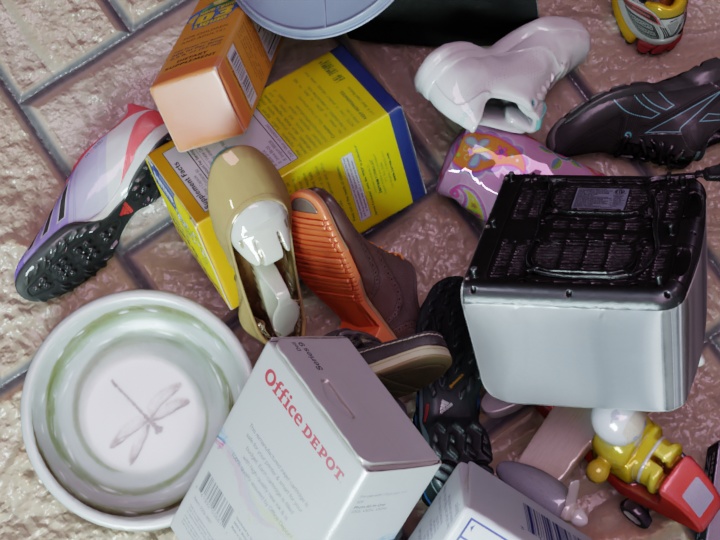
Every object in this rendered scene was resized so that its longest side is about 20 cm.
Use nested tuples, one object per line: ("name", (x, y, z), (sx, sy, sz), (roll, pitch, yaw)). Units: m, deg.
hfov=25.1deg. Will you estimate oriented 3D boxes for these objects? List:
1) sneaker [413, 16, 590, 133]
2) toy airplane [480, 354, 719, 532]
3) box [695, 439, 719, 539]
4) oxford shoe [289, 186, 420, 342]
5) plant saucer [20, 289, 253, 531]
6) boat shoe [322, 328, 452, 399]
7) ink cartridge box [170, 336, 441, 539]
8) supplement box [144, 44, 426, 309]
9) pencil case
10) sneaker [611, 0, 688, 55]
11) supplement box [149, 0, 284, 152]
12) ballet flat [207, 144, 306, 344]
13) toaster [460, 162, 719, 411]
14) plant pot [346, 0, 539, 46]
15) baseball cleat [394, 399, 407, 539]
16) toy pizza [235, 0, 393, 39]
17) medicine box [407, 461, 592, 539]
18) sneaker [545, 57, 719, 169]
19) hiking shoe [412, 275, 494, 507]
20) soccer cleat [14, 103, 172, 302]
("sneaker", (0.140, -0.159, 1.403), (0.199, 0.076, 0.089), (-21, 61, -37))
("toy airplane", (0.195, 0.119, 1.333), (0.196, 0.141, 0.203), (-3, 76, -4))
("box", (0.377, 0.260, 1.356), (0.196, 0.050, 0.202), (12, 74, -1))
("oxford shoe", (0.000, 0.000, 1.352), (0.071, 0.201, 0.073), (14, 51, 43))
("plant saucer", (-0.184, 0.119, 1.358), (0.197, 0.050, 0.203), (1, 75, -4))
("boat shoe", (-0.013, 0.079, 1.325), (0.071, 0.200, 0.067), (16, 59, -45))
("ink cartridge box", (-0.046, 0.171, 1.242), (0.087, 0.201, 0.146), (-1, 39, -42))
("supplement box", (-0.062, -0.080, 1.369), (0.199, 0.110, 0.109), (-30, 47, -10))
("pencil case", (0.166, -0.062, 1.412), (0.198, 0.088, 0.088), (26, 75, 3))
("sneaker", (0.252, -0.303, 1.478), (0.077, 0.082, 0.202), (-22, 77, -9))
("supplement box", (-0.116, -0.181, 1.369), (0.066, 0.201, 0.069), (-15, 118, 18))
("ballet flat", (-0.073, -0.012, 1.290), (0.068, 0.201, 0.063), (-26, 46, -14))
("toaster", (0.192, 0.008, 1.287), (0.198, 0.120, 0.182), (1, 36, 18))
("plant pot", (0.051, -0.306, 1.422), (0.175, 0.200, 0.202), (-12, 76, 7))
("baseball cleat", (0.015, 0.210, 1.347), (0.106, 0.070, 0.202), (25, 80, -10))
("toy pizza", (-0.028, -0.287, 1.337), (0.198, 0.032, 0.203), (-4, 81, 24))
("medicine box", (0.101, 0.287, 1.251), (0.181, 0.103, 0.201), (32, 103, -6))
("sneaker", (0.263, -0.129, 1.437), (0.198, 0.075, 0.080), (-17, 79, -7))
("hiking shoe", (0.068, 0.104, 1.359), (0.073, 0.087, 0.202), (11, 65, -13))
("soccer cleat", (-0.234, -0.059, 1.403), (0.073, 0.068, 0.200), (36, 79, 31))
